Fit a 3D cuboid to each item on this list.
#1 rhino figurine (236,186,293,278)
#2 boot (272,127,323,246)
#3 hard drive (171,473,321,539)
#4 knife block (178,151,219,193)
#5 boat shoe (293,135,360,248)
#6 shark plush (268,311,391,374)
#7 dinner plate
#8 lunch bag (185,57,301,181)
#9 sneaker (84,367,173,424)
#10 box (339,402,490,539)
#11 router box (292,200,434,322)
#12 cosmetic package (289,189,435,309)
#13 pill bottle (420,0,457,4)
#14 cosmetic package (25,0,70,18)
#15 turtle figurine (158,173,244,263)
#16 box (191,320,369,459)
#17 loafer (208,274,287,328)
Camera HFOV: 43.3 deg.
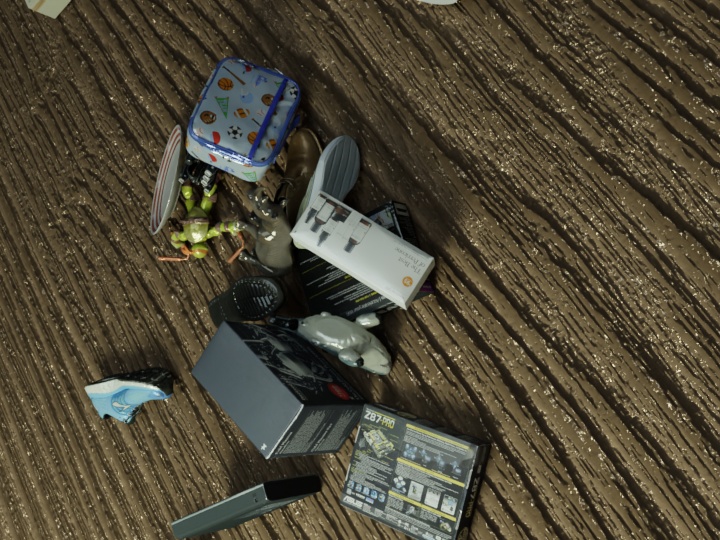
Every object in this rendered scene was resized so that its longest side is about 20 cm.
[{"bbox_3d":[-0.142,-0.061,1.402,0.087,0.200,0.060,26,54,17],"label":"rhino figurine"},{"bbox_3d":[-0.103,-0.140,1.479,0.073,0.075,0.201,-4,81,34],"label":"boot"},{"bbox_3d":[-0.179,0.372,1.427,0.200,0.139,0.033,-29,70,27],"label":"hard drive"},{"bbox_3d":[-0.241,-0.234,1.526,0.064,0.176,0.200,22,99,-12],"label":"knife block"},{"bbox_3d":[-0.060,-0.124,1.426,0.062,0.072,0.200,-10,52,47],"label":"boat shoe"},{"bbox_3d":[-0.050,0.113,1.379,0.199,0.083,0.091,6,60,10],"label":"shark plush"},{"bbox_3d":[-0.340,-0.160,1.618,0.200,0.024,0.201,-169,90,-68],"label":"dinner plate"},{"bbox_3d":[-0.184,-0.250,1.477,0.160,0.076,0.200,22,61,-3],"label":"lunch bag"},{"bbox_3d":[-0.410,0.232,1.650,0.200,0.078,0.090,-11,97,35],"label":"sneaker"},{"bbox_3d":[0.076,0.299,1.325,0.200,0.049,0.162,14,94,34],"label":"box"},{"bbox_3d":[0.000,0.000,1.407,0.200,0.051,0.150,-25,73,29],"label":"router box"},{"bbox_3d":[0.003,-0.031,1.321,0.200,0.051,0.083,31,85,12],"label":"cosmetic package"},{"bbox_3d":[0.125,-0.508,1.351,0.113,0.113,0.201,13,92,33],"label":"pill bottle"},{"bbox_3d":[-0.616,-0.632,1.874,0.200,0.071,0.105,-39,65,23],"label":"cosmetic package"},{"bbox_3d":[-0.292,-0.089,1.601,0.199,0.064,0.162,-8,79,34],"label":"turtle figurine"},{"bbox_3d":[-0.120,0.180,1.387,0.200,0.182,0.104,41,106,29],"label":"box"},{"bbox_3d":[-0.176,0.044,1.481,0.200,0.071,0.073,-17,93,50],"label":"loafer"}]
